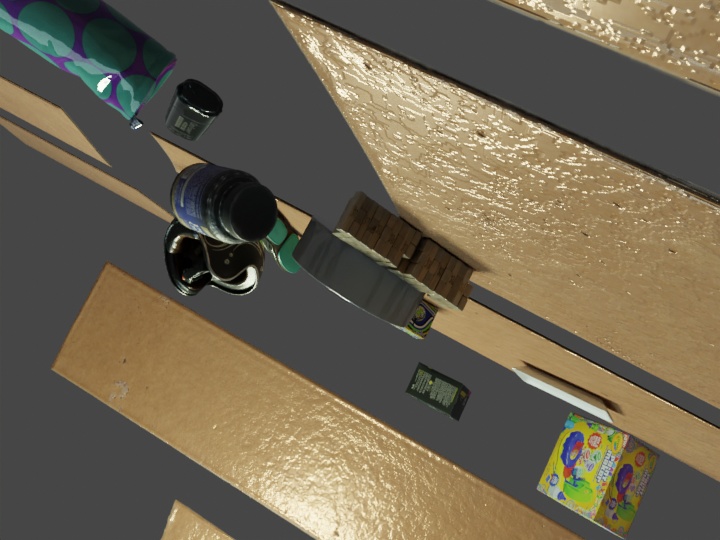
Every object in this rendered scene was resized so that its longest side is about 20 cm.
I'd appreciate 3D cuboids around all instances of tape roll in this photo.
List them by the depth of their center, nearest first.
[{"bbox_3d":[0.000,0.000,0.983,0.197,0.067,0.200,31,-173,-4],"label":"tape roll"}]

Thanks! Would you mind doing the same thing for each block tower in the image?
[{"bbox_3d":[0.055,-0.023,0.865,0.198,0.055,0.057,34,169,-23],"label":"block tower"}]

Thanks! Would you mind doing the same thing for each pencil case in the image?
[{"bbox_3d":[-0.283,-0.232,0.666,0.198,0.087,0.092,34,142,-25],"label":"pencil case"}]

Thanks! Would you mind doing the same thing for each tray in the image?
[{"bbox_3d":[0.397,0.235,1.333,0.197,0.023,0.107,24,169,35],"label":"tray"}]

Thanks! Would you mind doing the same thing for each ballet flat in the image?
[{"bbox_3d":[-0.162,-0.067,1.314,0.068,0.068,0.201,35,164,25],"label":"ballet flat"}]

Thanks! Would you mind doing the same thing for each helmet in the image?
[{"bbox_3d":[-0.293,-0.042,1.424,0.197,0.206,0.189,23,-157,32],"label":"helmet"}]

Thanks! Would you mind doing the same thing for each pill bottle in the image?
[{"bbox_3d":[-0.215,-0.105,1.080,0.111,0.114,0.198,35,170,-39],"label":"pill bottle"}]

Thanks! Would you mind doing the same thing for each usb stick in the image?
[{"bbox_3d":[-0.206,-0.191,0.831,0.054,0.033,0.199,24,173,-19],"label":"usb stick"}]

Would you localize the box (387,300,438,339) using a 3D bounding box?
[{"bbox_3d":[0.046,0.056,1.309,0.196,0.066,0.070,29,172,-4],"label":"box"}]

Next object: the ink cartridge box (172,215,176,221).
[{"bbox_3d":[-0.325,-0.094,1.585,0.198,0.089,0.145,34,171,-20],"label":"ink cartridge box"}]

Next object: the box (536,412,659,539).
[{"bbox_3d":[0.545,0.466,1.574,0.121,0.204,0.191,32,170,-24],"label":"box"}]

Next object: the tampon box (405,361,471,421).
[{"bbox_3d":[0.296,0.458,2.577,0.196,0.129,0.150,23,171,27],"label":"tampon box"}]
